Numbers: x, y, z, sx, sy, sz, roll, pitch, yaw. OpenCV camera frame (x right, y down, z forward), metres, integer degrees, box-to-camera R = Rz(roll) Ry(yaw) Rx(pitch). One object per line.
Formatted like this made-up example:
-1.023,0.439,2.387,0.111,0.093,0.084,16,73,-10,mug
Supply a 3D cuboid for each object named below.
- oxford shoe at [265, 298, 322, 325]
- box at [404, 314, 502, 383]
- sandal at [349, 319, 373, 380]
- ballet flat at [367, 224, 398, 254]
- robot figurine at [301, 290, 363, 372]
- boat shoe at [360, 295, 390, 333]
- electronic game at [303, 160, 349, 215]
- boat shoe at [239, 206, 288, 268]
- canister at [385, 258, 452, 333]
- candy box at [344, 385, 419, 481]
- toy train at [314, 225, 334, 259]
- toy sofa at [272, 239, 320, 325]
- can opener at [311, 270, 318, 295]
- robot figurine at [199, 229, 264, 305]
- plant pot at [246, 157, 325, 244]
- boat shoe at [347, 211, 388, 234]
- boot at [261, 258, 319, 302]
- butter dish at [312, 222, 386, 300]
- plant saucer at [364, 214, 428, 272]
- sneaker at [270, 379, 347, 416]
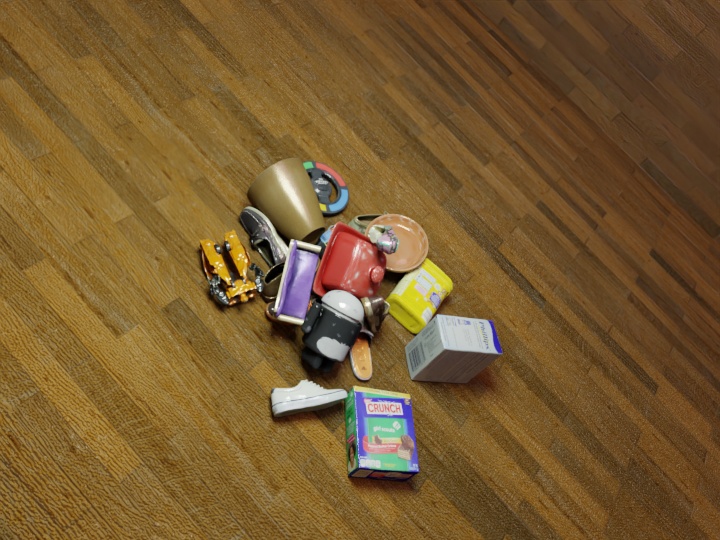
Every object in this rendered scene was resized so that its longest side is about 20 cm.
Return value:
-0.151,0.097,1.608,0.196,0.073,0.072,2,59,-29,oxford shoe
0.254,0.220,1.696,0.196,0.185,0.107,9,52,-27,box
0.003,0.187,1.648,0.078,0.059,0.210,3,57,-30,sandal
0.056,-0.087,1.621,0.070,0.070,0.200,20,10,-7,ballet flat
-0.072,0.149,1.544,0.123,0.150,0.203,26,89,9,robot figurine
0.048,0.111,1.642,0.071,0.201,0.073,-22,66,-1,boat shoe
-0.124,-0.256,1.898,0.196,0.042,0.203,16,51,-21,electronic game
-0.266,-0.086,1.671,0.201,0.072,0.065,52,43,3,boat shoe
0.171,0.072,1.818,0.148,0.087,0.200,41,48,1,canister
0.049,0.401,1.513,0.166,0.077,0.203,12,52,-24,candy box
-0.042,-0.038,1.769,0.114,0.087,0.201,-37,84,-33,toy train
-0.159,0.031,1.532,0.081,0.098,0.205,14,80,-9,toy sofa
-0.075,-0.022,1.687,0.065,0.053,0.203,26,82,-4,can opener
-0.329,0.000,1.566,0.143,0.058,0.203,-19,69,-22,robot figurine
-0.185,-0.172,1.704,0.185,0.187,0.202,-25,74,-41,plant pot
0.053,-0.141,1.911,0.197,0.063,0.074,-9,63,-36,boat shoe
-0.180,0.002,1.630,0.073,0.076,0.199,36,53,23,boot
0.000,0.000,1.620,0.199,0.146,0.203,27,79,-46,butter dish
0.105,-0.077,1.840,0.195,0.038,0.204,4,59,-7,plant saucer
-0.123,0.298,1.482,0.196,0.073,0.072,-2,64,-32,sneaker
